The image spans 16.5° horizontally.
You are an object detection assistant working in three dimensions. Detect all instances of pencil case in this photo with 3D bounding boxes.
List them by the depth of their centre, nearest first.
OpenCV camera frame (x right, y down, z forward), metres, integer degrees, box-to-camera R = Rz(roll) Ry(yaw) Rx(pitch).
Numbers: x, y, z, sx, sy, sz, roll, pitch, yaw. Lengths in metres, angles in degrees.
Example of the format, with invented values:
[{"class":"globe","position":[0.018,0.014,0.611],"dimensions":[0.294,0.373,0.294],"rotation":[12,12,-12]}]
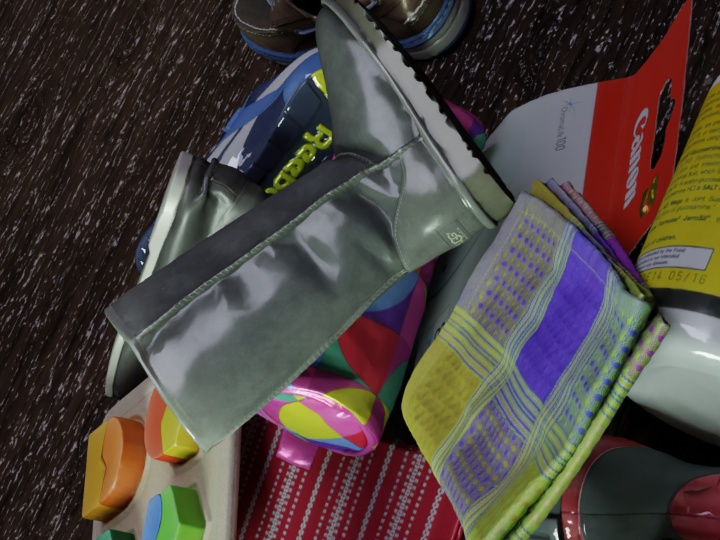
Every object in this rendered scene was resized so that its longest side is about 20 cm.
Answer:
[{"class":"pencil case","position":[0.000,0.000,1.295],"dimensions":[0.088,0.088,0.200],"rotation":[-1,59,46]}]

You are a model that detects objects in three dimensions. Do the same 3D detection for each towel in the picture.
[{"class":"towel","position":[0.072,0.042,1.120],"dimensions":[0.144,0.023,0.200],"rotation":[-58,17,11]},{"class":"towel","position":[-0.018,0.151,1.303],"dimensions":[0.200,0.022,0.145],"rotation":[17,87,47]}]

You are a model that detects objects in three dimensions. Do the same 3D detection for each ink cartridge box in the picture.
[{"class":"ink cartridge box","position":[0.096,-0.036,1.258],"dimensions":[0.200,0.047,0.160],"rotation":[-54,16,44]}]

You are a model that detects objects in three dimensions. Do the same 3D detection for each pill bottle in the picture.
[{"class":"pill bottle","position":[0.194,-0.026,1.115],"dimensions":[0.112,0.112,0.200],"rotation":[2,61,47]}]

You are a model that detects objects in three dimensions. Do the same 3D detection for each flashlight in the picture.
[{"class":"flashlight","position":[0.164,0.108,1.088],"dimensions":[0.200,0.068,0.068],"rotation":[4,55,30]}]

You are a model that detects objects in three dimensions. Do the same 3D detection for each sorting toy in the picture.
[{"class":"sorting toy","position":[-0.117,0.128,1.387],"dimensions":[0.185,0.036,0.200],"rotation":[-39,38,52]}]

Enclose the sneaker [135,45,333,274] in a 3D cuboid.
[{"class":"sneaker","position":[-0.058,-0.060,1.503],"dimensions":[0.200,0.074,0.082],"rotation":[-42,24,21]}]

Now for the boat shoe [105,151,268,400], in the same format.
[{"class":"boat shoe","position":[-0.106,0.015,1.469],"dimensions":[0.067,0.057,0.200],"rotation":[-74,5,-47]}]

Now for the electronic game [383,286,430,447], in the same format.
[{"class":"electronic game","position":[-0.019,0.044,1.400],"dimensions":[0.200,0.042,0.200],"rotation":[-22,55,35]}]

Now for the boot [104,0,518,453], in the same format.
[{"class":"boot","position":[-0.041,-0.028,1.245],"dimensions":[0.200,0.073,0.182],"rotation":[-38,51,9]}]

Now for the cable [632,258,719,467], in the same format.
[{"class":"cable","position":[0.156,0.063,1.204],"dimensions":[0.200,0.051,0.163],"rotation":[-37,45,14]}]

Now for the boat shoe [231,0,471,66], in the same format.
[{"class":"boat shoe","position":[-0.020,-0.176,1.550],"dimensions":[0.200,0.072,0.072],"rotation":[2,63,47]}]
